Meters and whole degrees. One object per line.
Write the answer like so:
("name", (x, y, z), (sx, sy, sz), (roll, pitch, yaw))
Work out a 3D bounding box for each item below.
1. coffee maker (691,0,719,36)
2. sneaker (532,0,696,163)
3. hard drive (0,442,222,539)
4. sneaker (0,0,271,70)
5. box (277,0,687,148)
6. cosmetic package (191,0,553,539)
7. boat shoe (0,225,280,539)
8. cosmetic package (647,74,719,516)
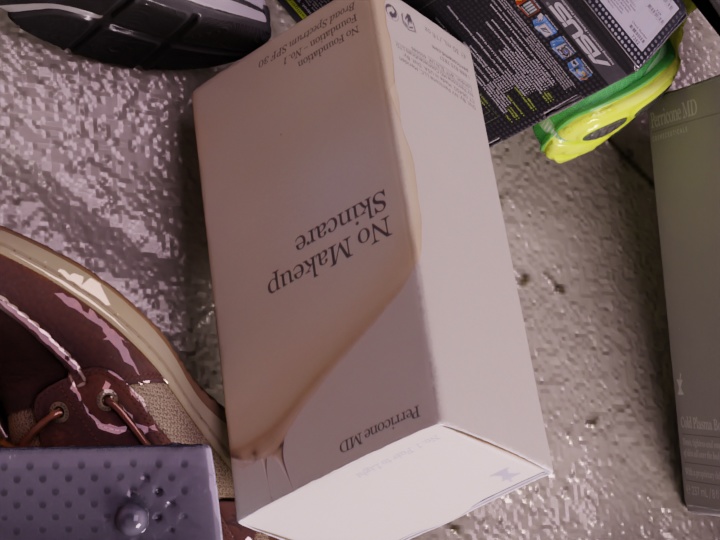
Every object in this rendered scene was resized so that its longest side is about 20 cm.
("coffee maker", (0.158, -0.214, 0.886), (0.200, 0.135, 0.192), (45, 50, -14))
("sneaker", (0.115, -0.127, 0.953), (0.083, 0.074, 0.200), (38, 48, -12))
("hard drive", (-0.111, 0.164, 0.709), (0.134, 0.042, 0.201), (-1, 81, 2))
("sneaker", (-0.122, -0.157, 0.808), (0.200, 0.076, 0.116), (14, 71, -25))
("box", (0.019, -0.146, 0.842), (0.200, 0.160, 0.044), (49, 58, -10))
("cosmetic package", (0.000, 0.000, 0.785), (0.073, 0.103, 0.201), (28, 42, -44))
("boat shoe", (-0.103, 0.063, 0.764), (0.200, 0.072, 0.072), (46, 56, -20))
("cosmetic package", (0.194, 0.008, 0.913), (0.090, 0.107, 0.201), (-8, 88, -14))
